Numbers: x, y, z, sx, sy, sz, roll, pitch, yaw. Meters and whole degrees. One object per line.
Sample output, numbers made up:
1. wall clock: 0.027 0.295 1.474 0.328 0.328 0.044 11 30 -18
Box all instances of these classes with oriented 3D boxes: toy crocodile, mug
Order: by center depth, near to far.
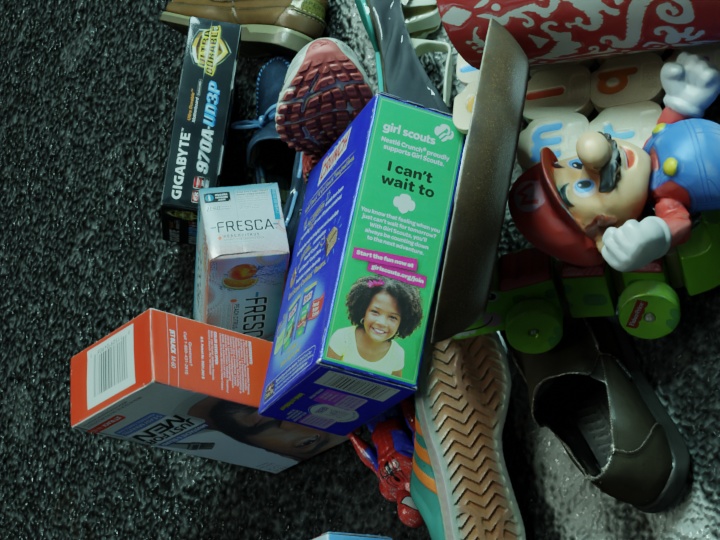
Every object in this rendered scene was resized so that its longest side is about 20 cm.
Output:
1. mug: 0.169 -0.194 1.046 0.199 0.177 0.134 -7 86 35
2. toy crocodile: 0.143 0.005 1.049 0.199 0.062 0.068 -9 38 18

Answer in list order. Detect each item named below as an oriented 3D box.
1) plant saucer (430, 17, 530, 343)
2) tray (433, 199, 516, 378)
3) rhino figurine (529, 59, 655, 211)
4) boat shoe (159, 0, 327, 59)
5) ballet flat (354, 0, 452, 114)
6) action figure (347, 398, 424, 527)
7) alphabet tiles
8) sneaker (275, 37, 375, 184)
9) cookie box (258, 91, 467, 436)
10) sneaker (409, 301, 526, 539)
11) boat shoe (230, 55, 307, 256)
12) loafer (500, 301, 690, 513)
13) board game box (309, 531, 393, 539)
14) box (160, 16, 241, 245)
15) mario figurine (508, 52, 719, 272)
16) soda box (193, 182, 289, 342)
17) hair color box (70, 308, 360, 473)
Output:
1. plant saucer: 0.075 -0.052 0.994 0.200 0.032 0.201 10 -90 -86
2. tray: 0.062 0.007 1.211 0.107 0.022 0.201 -41 49 47
3. rhino figurine: 0.154 -0.100 1.116 0.087 0.060 0.200 -43 47 8
4. boat shoe: -0.100 -0.233 1.471 0.200 0.072 0.068 16 86 42
5. ballet flat: 0.036 -0.178 1.289 0.073 0.073 0.201 -38 49 36
6. action figure: 0.015 0.105 1.231 0.065 0.052 0.200 -41 51 28
7. alphabet tiles: 0.158 -0.153 1.100 0.195 0.015 0.201 -8 57 23
8. sneaker: -0.028 -0.130 1.258 0.200 0.078 0.082 88 175 -72
9. cookie box: 0.000 0.000 1.159 0.171 0.075 0.201 138 146 -66
10. sneaker: 0.062 0.120 1.129 0.080 0.071 0.201 159 106 -66
11. boat shoe: -0.060 -0.104 1.370 0.084 0.068 0.201 -42 49 33
12. loafer: 0.142 0.070 1.067 0.073 0.071 0.200 -56 41 21
13. board game box: -0.044 0.309 1.195 0.196 0.056 0.201 -32 54 55
14. box: -0.138 -0.113 1.408 0.200 0.046 0.160 131 148 -81
15. mario figurine: 0.183 -0.067 0.970 0.199 0.123 0.106 -17 99 8
16. soda box: -0.098 0.013 1.307 0.200 0.063 0.069 103 158 -59
17. hair color box: -0.110 0.097 1.259 0.111 0.200 0.064 -30 55 41
